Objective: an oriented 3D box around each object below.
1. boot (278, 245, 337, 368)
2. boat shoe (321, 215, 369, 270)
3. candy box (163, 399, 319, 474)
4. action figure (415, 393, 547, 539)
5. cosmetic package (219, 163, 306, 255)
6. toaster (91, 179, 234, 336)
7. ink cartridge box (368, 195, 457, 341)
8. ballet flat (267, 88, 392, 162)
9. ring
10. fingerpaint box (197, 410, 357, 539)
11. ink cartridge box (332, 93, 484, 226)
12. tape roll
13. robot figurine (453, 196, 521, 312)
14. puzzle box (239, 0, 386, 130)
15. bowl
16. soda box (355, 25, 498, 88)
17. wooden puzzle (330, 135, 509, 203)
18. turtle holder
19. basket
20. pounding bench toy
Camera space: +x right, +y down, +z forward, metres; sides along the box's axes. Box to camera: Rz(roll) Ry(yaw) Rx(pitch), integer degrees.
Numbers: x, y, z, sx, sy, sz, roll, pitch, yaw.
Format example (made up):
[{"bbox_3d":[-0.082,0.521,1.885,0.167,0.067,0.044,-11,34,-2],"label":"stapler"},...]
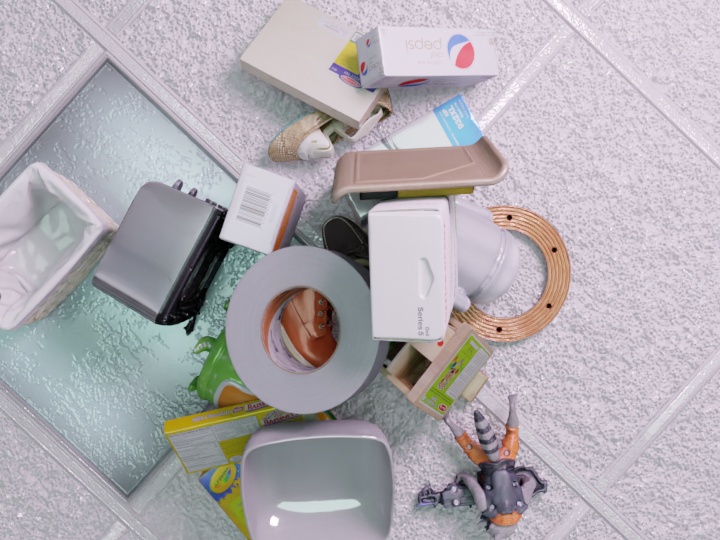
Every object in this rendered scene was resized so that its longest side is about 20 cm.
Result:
[{"bbox_3d":[-0.060,0.063,1.018,0.107,0.075,0.200,-40,88,11],"label":"boot"},{"bbox_3d":[0.000,0.000,1.024,0.073,0.065,0.201,-32,63,4],"label":"boat shoe"},{"bbox_3d":[-0.154,0.219,1.037,0.198,0.027,0.103,-12,131,-1],"label":"candy box"},{"bbox_3d":[0.169,0.296,1.107,0.198,0.105,0.195,-16,85,0],"label":"action figure"},{"bbox_3d":[-0.127,-0.076,1.045,0.071,0.200,0.102,19,91,0],"label":"cosmetic package"},{"bbox_3d":[-0.259,-0.017,1.059,0.118,0.181,0.201,28,90,2],"label":"toaster"},{"bbox_3d":[0.067,-0.016,0.904,0.083,0.200,0.147,0,103,12],"label":"ink cartridge box"},{"bbox_3d":[-0.040,-0.203,1.104,0.199,0.071,0.066,-33,62,2],"label":"ballet flat"},{"bbox_3d":[0.213,0.004,1.141,0.198,0.019,0.203,0,91,1],"label":"ring"},{"bbox_3d":[-0.104,0.292,1.117,0.200,0.073,0.167,-41,92,0],"label":"fingerpaint box"},{"bbox_3d":[0.067,-0.147,1.072,0.199,0.145,0.084,-30,90,1],"label":"ink cartridge box"},{"bbox_3d":[-0.064,0.072,0.950,0.198,0.066,0.203,-1,87,15],"label":"tape roll"},{"bbox_3d":[0.138,-0.027,1.067,0.199,0.113,0.171,27,63,-11],"label":"robot figurine"},{"bbox_3d":[-0.054,-0.296,1.090,0.199,0.025,0.134,30,70,9],"label":"puzzle box"},{"bbox_3d":[-0.056,0.275,1.018,0.197,0.075,0.202,-3,120,-3],"label":"bowl"},{"bbox_3d":[0.095,-0.295,1.067,0.198,0.063,0.069,-9,91,-31],"label":"soda box"},{"bbox_3d":[0.065,-0.116,0.914,0.198,0.185,0.038,-7,110,3],"label":"wooden puzzle"},{"bbox_3d":[-0.147,0.124,1.087,0.131,0.186,0.142,27,116,8],"label":"turtle holder"},{"bbox_3d":[-0.453,-0.032,1.083,0.135,0.123,0.200,43,90,-1],"label":"basket"},{"bbox_3d":[0.089,0.113,1.097,0.156,0.200,0.125,38,88,31],"label":"pounding bench toy"}]
